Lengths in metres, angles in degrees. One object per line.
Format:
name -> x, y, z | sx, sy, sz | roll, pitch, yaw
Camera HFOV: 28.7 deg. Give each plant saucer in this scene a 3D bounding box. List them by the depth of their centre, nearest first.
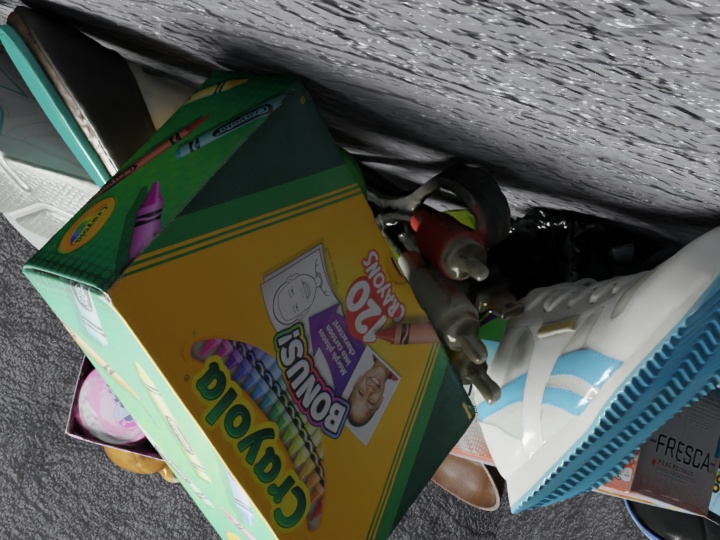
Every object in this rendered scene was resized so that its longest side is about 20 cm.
plant saucer -> 0.036, 0.092, 1.023 | 0.200, 0.034, 0.201 | 41, 163, 15

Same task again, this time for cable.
cable -> 0.016, -0.021, 0.689 | 0.050, 0.098, 0.200 | -20, -147, -24

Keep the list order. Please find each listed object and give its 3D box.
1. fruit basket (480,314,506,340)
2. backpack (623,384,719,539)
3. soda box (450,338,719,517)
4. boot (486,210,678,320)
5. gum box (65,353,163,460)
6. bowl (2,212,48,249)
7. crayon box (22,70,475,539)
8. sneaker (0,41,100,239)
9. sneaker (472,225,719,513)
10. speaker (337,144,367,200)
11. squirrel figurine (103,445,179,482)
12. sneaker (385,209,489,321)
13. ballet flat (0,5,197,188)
fruit basket -> 0.075, 0.034, 1.089 | 0.154, 0.218, 0.215 | -23, -170, -16
backpack -> 0.275, 0.125, 0.892 | 0.199, 0.184, 0.134 | 19, 174, 38
soda box -> 0.104, 0.080, 0.777 | 0.063, 0.069, 0.199 | 21, 171, -35
boot -> 0.132, 0.021, 0.793 | 0.161, 0.074, 0.198 | 15, 172, -25
gum box -> -0.087, 0.099, 0.973 | 0.198, 0.067, 0.113 | 15, -174, 4
bowl -> -0.125, -0.027, 0.904 | 0.200, 0.091, 0.201 | 29, 165, 8
crayon box -> -0.037, 0.033, 0.589 | 0.058, 0.119, 0.201 | 13, 143, 43
sneaker -> -0.175, -0.073, 0.689 | 0.199, 0.081, 0.071 | 20, 152, 19
sneaker -> 0.108, 0.034, 0.630 | 0.076, 0.081, 0.200 | -7, 151, -33
speaker -> -0.095, -0.044, 0.728 | 0.199, 0.089, 0.088 | 15, 177, 36
squirrel figurine -> -0.138, 0.073, 1.140 | 0.141, 0.188, 0.200 | 28, -177, 2
sneaker -> 0.000, 0.000, 0.817 | 0.198, 0.075, 0.083 | -10, -158, -23
ballet flat -> -0.085, -0.034, 0.613 | 0.068, 0.068, 0.201 | 36, 152, 57
